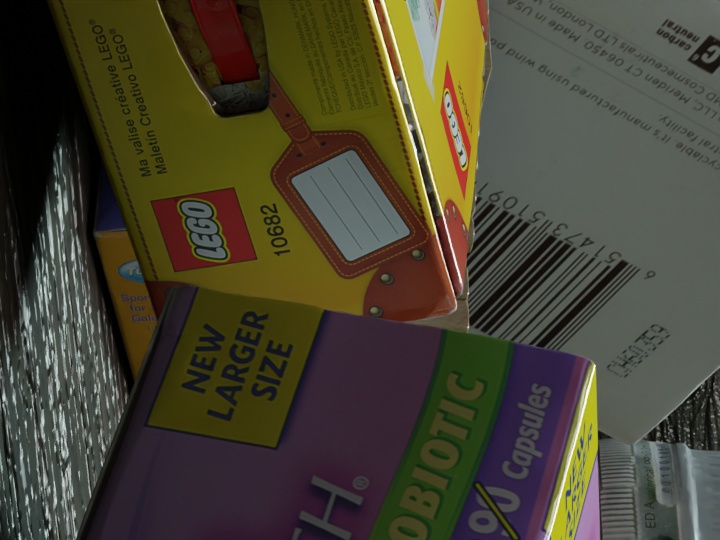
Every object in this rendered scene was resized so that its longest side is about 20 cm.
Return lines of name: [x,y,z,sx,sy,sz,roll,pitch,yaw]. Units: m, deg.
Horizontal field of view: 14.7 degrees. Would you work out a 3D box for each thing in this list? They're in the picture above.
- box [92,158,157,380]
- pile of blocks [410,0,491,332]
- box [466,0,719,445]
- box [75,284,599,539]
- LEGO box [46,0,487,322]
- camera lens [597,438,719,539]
box: [-0.048,-0.010,0.861,0.200,0.041,0.119,78,10,-51]
pile of blocks: [0.000,0.000,0.892,0.082,0.062,0.200,171,-76,-82]
box: [0.078,-0.072,1.017,0.200,0.199,0.131,-48,-154,35]
box: [-0.009,0.136,0.627,0.200,0.097,0.176,80,24,-53]
LEGO box: [-0.029,-0.105,0.685,0.149,0.077,0.200,-81,158,-56]
camera lens: [0.069,0.155,1.225,0.160,0.200,0.160,-3,90,-85]
